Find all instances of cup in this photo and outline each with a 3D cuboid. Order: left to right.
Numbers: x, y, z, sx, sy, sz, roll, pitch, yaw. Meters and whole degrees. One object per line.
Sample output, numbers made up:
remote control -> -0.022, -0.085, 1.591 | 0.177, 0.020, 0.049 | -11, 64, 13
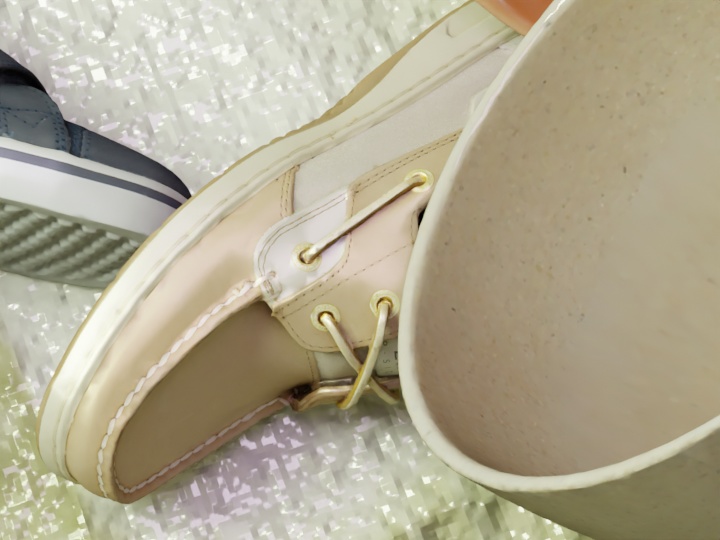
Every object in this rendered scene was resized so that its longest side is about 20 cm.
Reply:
cup -> 0.128, 0.004, 0.684 | 0.143, 0.200, 0.201 | 38, 65, -27

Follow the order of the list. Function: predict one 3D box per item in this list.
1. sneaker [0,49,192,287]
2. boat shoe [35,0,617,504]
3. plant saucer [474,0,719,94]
sneaker -> -0.136, -0.052, 0.785 | 0.200, 0.078, 0.080 | 13, 71, 10
boat shoe -> 0.000, 0.000, 0.757 | 0.200, 0.074, 0.069 | -41, 64, -16
plant saucer -> 0.097, -0.142, 0.722 | 0.200, 0.201, 0.032 | 8, 31, 6
